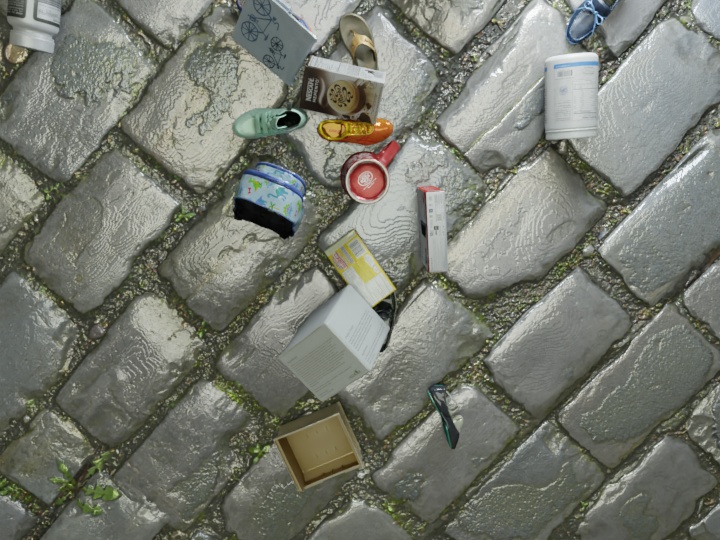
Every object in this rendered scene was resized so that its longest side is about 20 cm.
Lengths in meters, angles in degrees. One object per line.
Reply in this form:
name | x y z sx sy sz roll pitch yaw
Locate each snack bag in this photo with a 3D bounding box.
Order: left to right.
snack bag | -0.209 -0.573 1.462 0.199 0.188 0.021 39 53 -8

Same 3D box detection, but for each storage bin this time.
storage bin | -0.114 0.509 1.712 0.198 0.094 0.200 -23 101 3

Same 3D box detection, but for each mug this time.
mug | 0.018 -0.250 1.503 0.132 0.200 0.179 14 101 -4

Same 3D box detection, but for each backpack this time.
backpack | -0.226 -0.184 1.510 0.181 0.200 0.148 21 81 -4

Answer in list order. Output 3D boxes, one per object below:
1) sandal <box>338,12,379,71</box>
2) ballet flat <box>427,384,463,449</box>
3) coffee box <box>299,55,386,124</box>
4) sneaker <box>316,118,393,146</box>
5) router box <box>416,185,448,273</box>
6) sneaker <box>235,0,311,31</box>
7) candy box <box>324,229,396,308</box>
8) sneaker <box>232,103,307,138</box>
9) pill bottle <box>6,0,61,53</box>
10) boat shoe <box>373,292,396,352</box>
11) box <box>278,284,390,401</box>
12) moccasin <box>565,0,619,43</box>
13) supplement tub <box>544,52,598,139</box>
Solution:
sandal | 0.004 -0.550 1.514 0.080 0.054 0.202 -16 103 3
ballet flat | 0.256 0.416 1.717 0.072 0.073 0.202 -22 99 3
coffee box | -0.045 -0.451 1.500 0.198 0.080 0.114 11 128 -2
sneaker | -0.013 -0.357 1.544 0.198 0.077 0.074 -5 100 -2
router box | 0.184 -0.111 1.548 0.048 0.180 0.202 -5 101 -1
sneaker | -0.213 -0.632 1.479 0.198 0.078 0.076 22 100 -6
candy box | 0.000 0.000 1.621 0.102 0.026 0.201 -36 87 8
sneaker | -0.235 -0.377 1.511 0.198 0.118 0.075 -10 104 2
pill bottle | -0.785 -0.637 1.443 0.113 0.114 0.202 11 101 -4
boat shoe | 0.060 0.131 1.651 0.074 0.066 0.202 9 101 -2
box | -0.065 0.188 1.564 0.200 0.199 0.172 -37 101 31
moccasin | 0.594 -0.664 1.500 0.080 0.068 0.201 35 99 -8
supplement tub | 0.532 -0.437 1.515 0.130 0.132 0.202 -4 103 -1
